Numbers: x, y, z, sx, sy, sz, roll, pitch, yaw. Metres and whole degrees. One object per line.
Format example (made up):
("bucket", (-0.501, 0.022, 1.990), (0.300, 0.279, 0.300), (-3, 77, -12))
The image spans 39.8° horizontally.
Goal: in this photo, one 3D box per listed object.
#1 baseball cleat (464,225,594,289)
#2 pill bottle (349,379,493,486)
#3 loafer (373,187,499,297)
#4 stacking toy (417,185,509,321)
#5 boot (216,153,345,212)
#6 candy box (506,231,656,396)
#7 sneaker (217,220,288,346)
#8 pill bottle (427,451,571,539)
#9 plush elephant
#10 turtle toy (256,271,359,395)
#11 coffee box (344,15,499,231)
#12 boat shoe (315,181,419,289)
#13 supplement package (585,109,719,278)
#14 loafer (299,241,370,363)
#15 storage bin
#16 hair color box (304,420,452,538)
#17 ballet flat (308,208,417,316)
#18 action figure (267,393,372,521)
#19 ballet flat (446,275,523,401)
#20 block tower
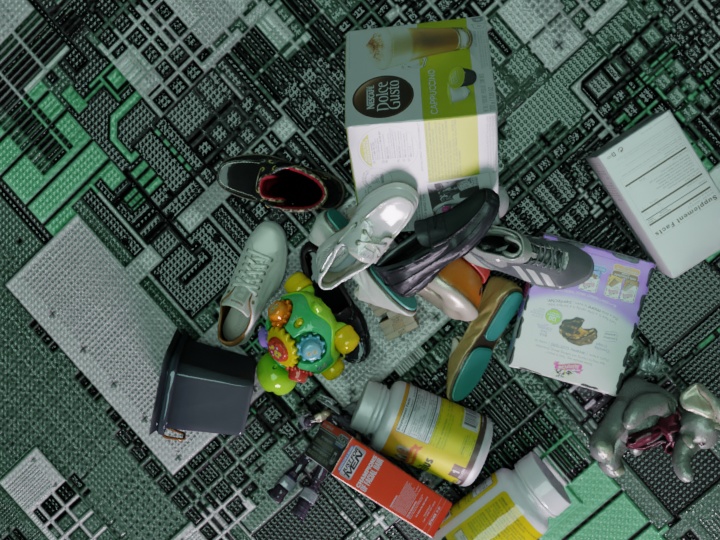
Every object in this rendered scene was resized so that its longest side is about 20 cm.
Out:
("baseball cleat", (0.235, -0.016, 1.359), (0.197, 0.106, 0.071), (8, 87, -7))
("pill bottle", (0.089, 0.235, 1.474), (0.198, 0.109, 0.110), (23, 97, -1))
("loafer", (0.100, -0.042, 1.317), (0.070, 0.068, 0.200), (36, 119, -23))
("stacking toy", (0.155, -0.041, 1.450), (0.145, 0.146, 0.201), (35, 83, 1))
("boot", (-0.125, -0.126, 1.442), (0.198, 0.151, 0.074), (14, 97, 4))
("candy box", (0.320, 0.062, 1.460), (0.166, 0.072, 0.202), (15, 96, 3))
("sneaker", (-0.163, 0.024, 1.496), (0.072, 0.085, 0.202), (19, 96, 5))
("pill bottle", (0.207, 0.369, 1.480), (0.200, 0.114, 0.115), (-40, 91, 8))
("plush elephant", (0.439, 0.227, 1.420), (0.154, 0.165, 0.201), (24, 73, 27))
("turtle toy", (-0.096, 0.110, 1.471), (0.146, 0.101, 0.201), (46, 140, 17))
("coffee box", (0.084, -0.195, 1.354), (0.195, 0.201, 0.201), (-4, 139, 5))
("boat shoe", (0.009, -0.038, 1.329), (0.070, 0.070, 0.200), (28, 131, -21))
("supplement package", (0.428, -0.109, 1.407), (0.119, 0.121, 0.201), (-32, 92, 7))
("loafer", (-0.044, 0.052, 1.497), (0.071, 0.063, 0.202), (-23, 93, 7))
("storage bin", (-0.228, 0.182, 1.469), (0.133, 0.200, 0.147), (12, 97, -5))
("hair color box", (0.026, 0.304, 1.454), (0.199, 0.111, 0.064), (36, 81, -23))
("ballet flat", (0.000, 0.000, 1.440), (0.069, 0.069, 0.200), (-43, 86, 8))
("action figure", (-0.060, 0.277, 1.520), (0.130, 0.069, 0.201), (36, 83, 8))
("ballet flat", (0.174, 0.100, 1.488), (0.063, 0.068, 0.201), (38, 102, 41))
("block tower", (0.019, 0.003, 1.491), (0.057, 0.054, 0.202), (-25, 92, 7))
